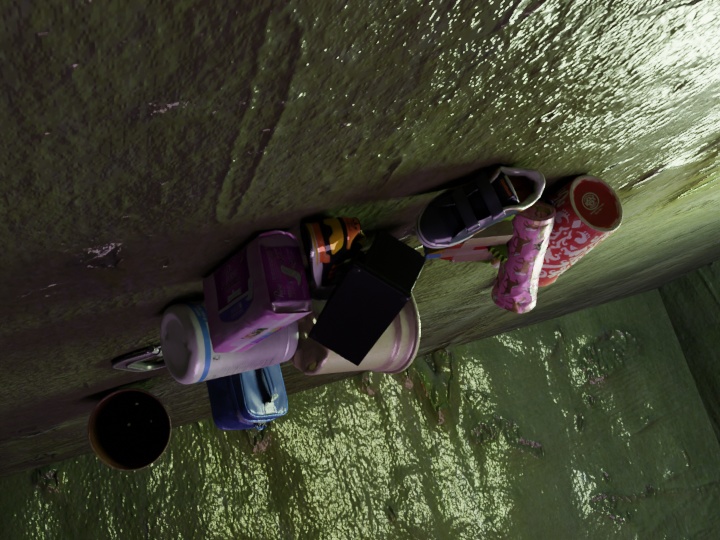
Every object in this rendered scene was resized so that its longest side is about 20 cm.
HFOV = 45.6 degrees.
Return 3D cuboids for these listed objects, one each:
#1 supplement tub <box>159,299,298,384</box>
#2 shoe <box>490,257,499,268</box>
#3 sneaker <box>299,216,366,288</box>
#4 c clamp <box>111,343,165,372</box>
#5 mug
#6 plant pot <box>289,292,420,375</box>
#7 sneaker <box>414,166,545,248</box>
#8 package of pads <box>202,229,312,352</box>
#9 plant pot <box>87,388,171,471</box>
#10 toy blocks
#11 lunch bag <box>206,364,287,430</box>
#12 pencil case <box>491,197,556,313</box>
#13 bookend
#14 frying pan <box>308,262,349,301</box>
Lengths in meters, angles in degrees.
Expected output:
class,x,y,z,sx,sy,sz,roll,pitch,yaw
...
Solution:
class,x,y,z,sx,sy,sz,roll,pitch,yaw
supplement tub,-0.219,0.107,1.425,0.199,0.133,0.132,-10,166,-37
shoe,0.376,-0.028,1.873,0.199,0.054,0.070,-13,167,-22
sneaker,-0.034,-0.027,1.242,0.090,0.070,0.200,-15,166,-3
c clamp,-0.400,0.174,1.704,0.170,0.027,0.200,-18,167,0
mug,0.351,-0.089,1.488,0.133,0.178,0.200,24,150,-12
plant pot,-0.029,0.099,1.493,0.183,0.201,0.200,-9,165,-37
sneaker,0.171,-0.098,1.216,0.199,0.079,0.079,-26,175,-16
package of pads,-0.153,0.034,1.221,0.075,0.121,0.200,-2,161,-36
plant pot,-0.540,0.363,2.050,0.186,0.188,0.200,-16,-178,-8
toy blocks,0.161,-0.055,1.393,0.136,0.101,0.200,-5,167,-5
lunch bag,-0.246,0.256,1.884,0.132,0.201,0.136,-30,158,36
pencil case,0.269,-0.026,1.427,0.086,0.083,0.201,-32,137,-43
bookend,0.028,0.004,1.285,0.199,0.092,0.200,-61,-177,-40
frying pan,0.000,0.007,1.430,0.189,0.031,0.115,-16,-158,3
